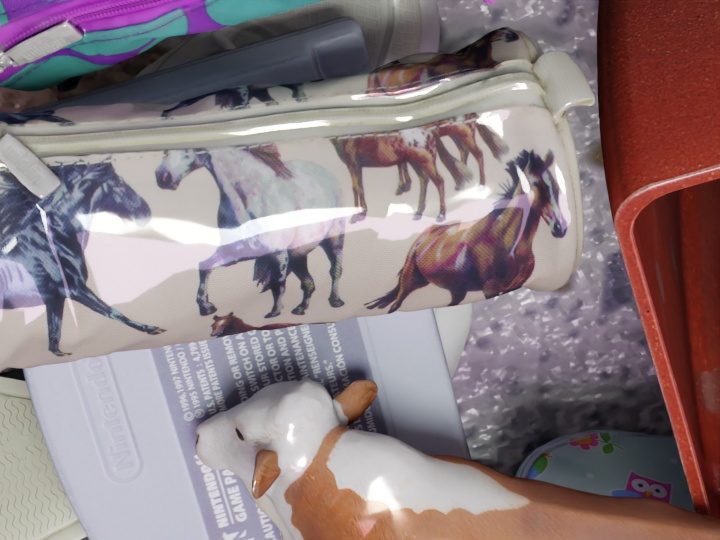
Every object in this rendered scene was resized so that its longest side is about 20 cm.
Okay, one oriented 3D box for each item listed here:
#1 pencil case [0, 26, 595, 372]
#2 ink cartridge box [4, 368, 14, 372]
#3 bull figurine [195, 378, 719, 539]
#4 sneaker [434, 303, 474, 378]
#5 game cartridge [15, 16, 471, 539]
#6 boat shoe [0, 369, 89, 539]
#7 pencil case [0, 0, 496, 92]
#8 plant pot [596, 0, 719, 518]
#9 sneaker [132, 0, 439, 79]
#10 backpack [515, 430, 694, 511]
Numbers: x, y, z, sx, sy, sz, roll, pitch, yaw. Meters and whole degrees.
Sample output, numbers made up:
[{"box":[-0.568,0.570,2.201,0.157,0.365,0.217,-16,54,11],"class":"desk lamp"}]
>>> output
[{"box":[-0.034,-0.021,0.766,0.199,0.078,0.090,-8,154,-6],"class":"pencil case"},{"box":[-0.066,0.127,1.009,0.199,0.059,0.104,26,132,3],"class":"ink cartridge box"},{"box":[0.038,0.103,0.837,0.199,0.065,0.122,14,128,0],"class":"bull figurine"},{"box":[0.000,0.000,0.958,0.088,0.075,0.200,17,128,-8],"class":"sneaker"},{"box":[-0.041,0.027,0.853,0.133,0.041,0.201,-18,116,-6],"class":"game cartridge"},{"box":[-0.102,0.067,0.932,0.199,0.072,0.068,-14,167,3],"class":"boat shoe"},{"box":[-0.039,-0.103,0.747,0.199,0.093,0.085,-10,145,39],"class":"pencil case"},{"box":[0.174,-0.046,0.860,0.199,0.177,0.200,-17,136,4],"class":"plant pot"},{"box":[-0.054,-0.040,0.872,0.200,0.075,0.081,-42,163,26],"class":"sneaker"},{"box":[0.089,0.157,1.048,0.199,0.176,0.154,-1,139,-14],"class":"backpack"}]
